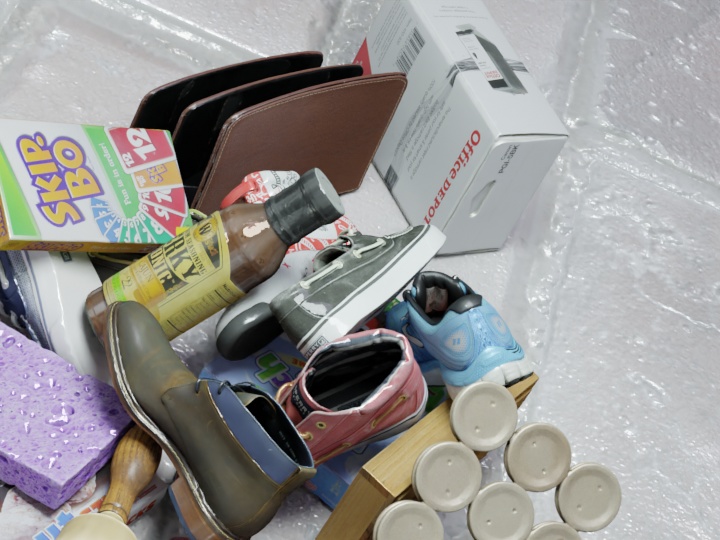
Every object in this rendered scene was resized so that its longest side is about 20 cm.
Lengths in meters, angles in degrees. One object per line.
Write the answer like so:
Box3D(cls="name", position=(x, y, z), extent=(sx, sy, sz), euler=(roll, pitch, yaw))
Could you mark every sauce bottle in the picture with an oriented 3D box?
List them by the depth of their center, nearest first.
Box3D(cls="sauce bottle", position=(-0.104, -0.007, 1.628), extent=(0.065, 0.200, 0.065), euler=(55, 9, -14))

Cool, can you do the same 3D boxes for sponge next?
Box3D(cls="sponge", position=(-0.264, 0.085, 1.588), extent=(0.199, 0.030, 0.112), euler=(29, 38, 14))

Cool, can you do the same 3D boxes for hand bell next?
Box3D(cls="hand bell", position=(-0.165, 0.163, 1.519), extent=(0.104, 0.104, 0.200), euler=(25, 35, -4))

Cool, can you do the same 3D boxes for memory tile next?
Box3D(cls="memory tile", position=(0.084, 0.193, 1.579), extent=(0.153, 0.017, 0.200), euler=(36, 81, -16))

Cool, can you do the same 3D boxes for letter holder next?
Box3D(cls="letter holder", position=(-0.077, -0.129, 1.854), extent=(0.199, 0.142, 0.101), euler=(-18, 57, -40))

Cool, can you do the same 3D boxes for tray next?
Box3D(cls="tray", position=(0.051, 0.142, 1.672), extent=(0.037, 0.099, 0.200), euler=(42, 42, 13))

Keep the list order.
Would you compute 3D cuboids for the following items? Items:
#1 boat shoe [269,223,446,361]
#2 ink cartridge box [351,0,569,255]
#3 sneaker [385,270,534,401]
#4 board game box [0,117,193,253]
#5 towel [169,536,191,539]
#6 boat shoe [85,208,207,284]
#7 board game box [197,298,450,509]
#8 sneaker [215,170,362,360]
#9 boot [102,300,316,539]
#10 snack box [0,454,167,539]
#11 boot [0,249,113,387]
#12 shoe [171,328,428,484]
Box3D(cls="boat shoe", position=(0.000, 0.000, 1.677), extent=(0.064, 0.071, 0.200), euler=(46, 34, 3))
Box3D(cls="ink cartridge box", position=(0.077, -0.133, 1.944), extent=(0.083, 0.147, 0.200), euler=(-3, 50, -35))
Box3D(cls="sneaker", position=(0.067, 0.036, 1.680), extent=(0.078, 0.200, 0.090), euler=(-25, 103, -16))
Box3D(cls="board game box", position=(-0.210, -0.061, 1.657), extent=(0.199, 0.030, 0.096), euler=(-1, 70, -45))
Box3D(cls="towel", position=(-0.106, 0.255, 1.481), extent=(0.143, 0.023, 0.200), euler=(11, 37, 20))
Box3D(cls="boat shoe", position=(-0.144, -0.014, 1.757), extent=(0.200, 0.061, 0.072), euler=(-6, 50, -34))
Box3D(cls="board game box", position=(-0.014, 0.086, 1.745), extent=(0.151, 0.037, 0.200), euler=(37, 42, 11))
Box3D(cls="sneaker", position=(-0.079, -0.009, 1.721), extent=(0.108, 0.067, 0.201), euler=(46, 37, 7))
Box3D(cls="boot", position=(-0.102, 0.088, 1.551), extent=(0.075, 0.097, 0.201), euler=(3, 55, -59))
Box3D(cls="snack box", position=(-0.221, 0.175, 1.541), extent=(0.072, 0.024, 0.200), euler=(41, 41, 13))
Box3D(cls="boot", position=(-0.249, 0.013, 1.673), extent=(0.073, 0.090, 0.201), euler=(0, 69, -63))
Box3D(cls="shoe", position=(-0.048, 0.106, 1.593), extent=(0.199, 0.091, 0.072), euler=(-25, 64, -4))
